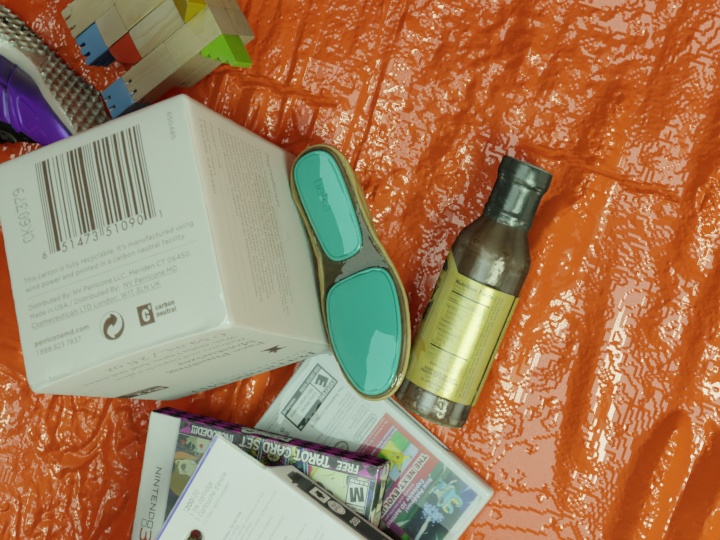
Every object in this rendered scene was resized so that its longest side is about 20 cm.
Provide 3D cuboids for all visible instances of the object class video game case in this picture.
[{"bbox_3d":[-0.086,0.217,0.986,0.197,0.036,0.184,11,94,17],"label":"video game case"},{"bbox_3d":[-0.022,0.190,0.997,0.182,0.023,0.201,40,101,14],"label":"video game case"}]

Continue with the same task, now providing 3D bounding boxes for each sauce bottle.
[{"bbox_3d":[0.088,0.015,0.939,0.064,0.065,0.202,24,96,16],"label":"sauce bottle"}]

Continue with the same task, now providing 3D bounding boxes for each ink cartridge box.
[{"bbox_3d":[-0.071,0.254,0.939,0.199,0.043,0.200,34,101,12],"label":"ink cartridge box"}]

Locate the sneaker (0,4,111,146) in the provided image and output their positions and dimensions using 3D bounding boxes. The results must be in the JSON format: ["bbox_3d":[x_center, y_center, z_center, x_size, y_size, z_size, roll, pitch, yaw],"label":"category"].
[{"bbox_3d":[-0.287,-0.135,1.062,0.200,0.069,0.100,46,110,17],"label":"sneaker"}]

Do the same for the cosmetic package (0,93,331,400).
[{"bbox_3d":[-0.138,-0.006,0.931,0.163,0.200,0.167,-18,77,18],"label":"cosmetic package"}]

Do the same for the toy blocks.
[{"bbox_3d":[-0.179,-0.218,1.018,0.136,0.100,0.202,-31,81,27],"label":"toy blocks"}]

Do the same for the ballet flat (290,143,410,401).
[{"bbox_3d":[0.000,0.000,0.964,0.068,0.063,0.203,-17,80,14],"label":"ballet flat"}]
